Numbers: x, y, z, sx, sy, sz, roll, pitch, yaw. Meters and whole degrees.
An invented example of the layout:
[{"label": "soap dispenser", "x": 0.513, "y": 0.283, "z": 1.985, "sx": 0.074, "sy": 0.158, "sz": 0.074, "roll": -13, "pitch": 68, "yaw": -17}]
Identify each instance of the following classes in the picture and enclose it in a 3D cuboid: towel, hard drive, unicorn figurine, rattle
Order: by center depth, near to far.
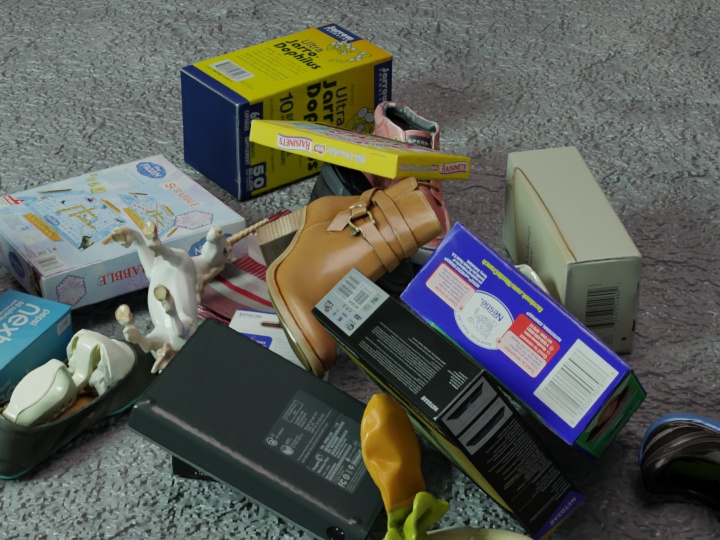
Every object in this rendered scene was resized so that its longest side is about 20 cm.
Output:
[{"label": "rattle", "x": 0.086, "y": 0.170, "z": 1.175, "sx": 0.129, "sy": 0.145, "sz": 0.200, "roll": 11, "pitch": -4, "yaw": -26}, {"label": "hard drive", "x": -0.063, "y": 0.123, "z": 1.317, "sx": 0.199, "sy": 0.033, "sz": 0.140, "roll": 29, "pitch": 34, "yaw": 5}, {"label": "unicorn figurine", "x": -0.157, "y": 0.014, "z": 1.467, "sx": 0.073, "sy": 0.137, "sz": 0.202, "roll": -2, "pitch": 63, "yaw": 25}, {"label": "towel", "x": -0.070, "y": 0.003, "z": 1.587, "sx": 0.143, "sy": 0.023, "sz": 0.199, "roll": 25, "pitch": 39, "yaw": 32}]

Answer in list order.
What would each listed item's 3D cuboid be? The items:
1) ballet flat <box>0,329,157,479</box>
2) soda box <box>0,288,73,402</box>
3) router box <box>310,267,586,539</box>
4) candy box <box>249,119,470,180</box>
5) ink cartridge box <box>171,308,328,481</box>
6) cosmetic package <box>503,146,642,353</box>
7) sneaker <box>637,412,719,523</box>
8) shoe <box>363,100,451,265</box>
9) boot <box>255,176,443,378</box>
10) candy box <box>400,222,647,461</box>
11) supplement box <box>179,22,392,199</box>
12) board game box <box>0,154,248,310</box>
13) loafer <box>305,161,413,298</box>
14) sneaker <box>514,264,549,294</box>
[{"label": "ballet flat", "x": -0.229, "y": 0.095, "z": 1.390, "sx": 0.068, "sy": 0.069, "sz": 0.200, "roll": 23, "pitch": 38, "yaw": 22}, {"label": "soda box", "x": -0.314, "y": 0.096, "z": 1.392, "sx": 0.067, "sy": 0.065, "sz": 0.200, "roll": 15, "pitch": 34, "yaw": 21}, {"label": "router box", "x": 0.063, "y": 0.097, "z": 1.278, "sx": 0.052, "sy": 0.157, "sz": 0.200, "roll": -44, "pitch": 34, "yaw": -5}, {"label": "candy box", "x": -0.002, "y": -0.113, "z": 1.600, "sx": 0.102, "sy": 0.027, "sz": 0.199, "roll": -5, "pitch": 16, "yaw": -45}, {"label": "ink cartridge box", "x": -0.084, "y": 0.102, "z": 1.415, "sx": 0.094, "sy": 0.037, "sz": 0.201, "roll": 7, "pitch": 35, "yaw": 9}, {"label": "cosmetic package", "x": 0.189, "y": -0.020, "z": 1.554, "sx": 0.072, "sy": 0.104, "sz": 0.201, "roll": -6, "pitch": 32, "yaw": -9}, {"label": "sneaker", "x": 0.308, "y": 0.163, "z": 1.306, "sx": 0.198, "sy": 0.071, "sz": 0.083, "roll": 7, "pitch": 37, "yaw": 19}, {"label": "shoe", "x": 0.048, "y": -0.087, "z": 1.656, "sx": 0.071, "sy": 0.092, "sz": 0.200, "roll": 4, "pitch": 28, "yaw": -21}, {"label": "boot", "x": 0.000, "y": 0.000, "z": 1.442, "sx": 0.154, "sy": 0.077, "sz": 0.201, "roll": -19, "pitch": 32, "yaw": 1}, {"label": "candy box", "x": 0.130, "y": 0.058, "z": 1.303, "sx": 0.169, "sy": 0.077, "sz": 0.200, "roll": 41, "pitch": 3, "yaw": 16}, {"label": "supplement box", "x": -0.075, "y": -0.168, "z": 1.775, "sx": 0.199, "sy": 0.110, "sz": 0.109, "roll": -22, "pitch": 38, "yaw": -32}, {"label": "board game box", "x": -0.235, "y": -0.038, "z": 1.604, "sx": 0.198, "sy": 0.042, "sz": 0.200, "roll": -17, "pitch": 29, "yaw": -24}, {"label": "loafer", "x": -0.005, "y": -0.026, "z": 1.583, "sx": 0.071, "sy": 0.063, "sz": 0.201, "roll": 23, "pitch": 27, "yaw": -31}, {"label": "sneaker", "x": 0.127, "y": 0.026, "z": 1.501, "sx": 0.076, "sy": 0.082, "sz": 0.200, "roll": -11, "pitch": 33, "yaw": -16}]
